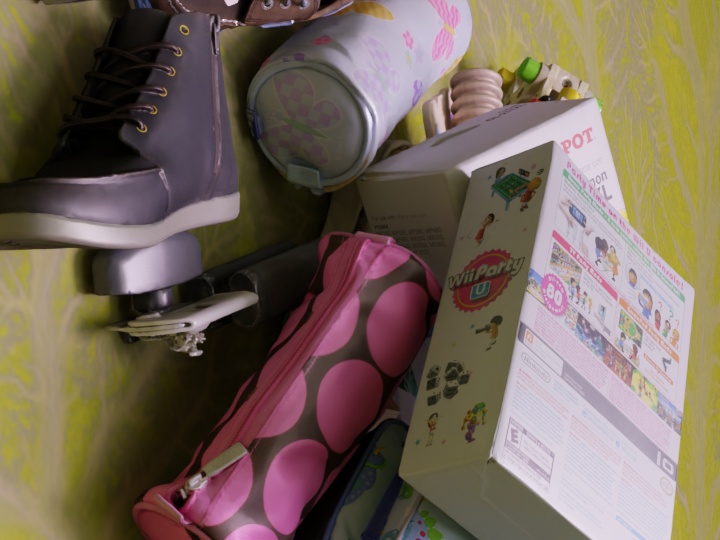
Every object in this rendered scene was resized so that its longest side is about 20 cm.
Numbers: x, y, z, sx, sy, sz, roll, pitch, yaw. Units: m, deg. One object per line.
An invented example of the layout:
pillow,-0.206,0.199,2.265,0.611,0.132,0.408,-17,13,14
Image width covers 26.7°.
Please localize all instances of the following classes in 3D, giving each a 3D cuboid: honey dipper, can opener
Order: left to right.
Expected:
can opener,-0.068,0.003,0.822,0.200,0.052,0.067,-15,102,-64
honey dipper,0.081,-0.040,1.019,0.038,0.038,0.202,39,46,-57

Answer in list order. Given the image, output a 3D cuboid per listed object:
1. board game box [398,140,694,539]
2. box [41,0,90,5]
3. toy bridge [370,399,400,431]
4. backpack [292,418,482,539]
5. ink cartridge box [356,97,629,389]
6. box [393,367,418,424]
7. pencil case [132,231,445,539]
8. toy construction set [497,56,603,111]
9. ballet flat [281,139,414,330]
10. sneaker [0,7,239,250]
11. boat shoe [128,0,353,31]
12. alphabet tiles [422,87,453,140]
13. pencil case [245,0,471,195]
board game box,0.108,0.056,0.811,0.147,0.064,0.201,42,48,-31
box,-0.102,-0.217,0.756,0.201,0.068,0.083,-62,141,-47
toy bridge,-0.004,0.102,0.932,0.199,0.027,0.067,16,117,-47
backpack,0.032,0.204,0.826,0.200,0.146,0.184,48,50,-22
ink cartridge box,0.098,0.011,0.934,0.145,0.082,0.202,-28,107,-37
box,0.057,0.117,1.089,0.200,0.036,0.146,-19,105,-65
pencil case,-0.033,0.068,0.787,0.201,0.090,0.094,-57,143,-24
toy construction set,0.128,-0.078,1.190,0.091,0.131,0.202,14,78,-18
ballet flat,0.000,0.000,0.950,0.070,0.069,0.201,54,42,-49
sneaker,-0.118,-0.067,0.703,0.200,0.074,0.107,-28,117,-72
boat shoe,-0.056,-0.169,0.839,0.200,0.072,0.073,-29,114,-61
alphabet tiles,0.066,-0.024,1.051,0.200,0.014,0.197,-52,132,-74
pencil case,0.005,-0.126,0.951,0.200,0.082,0.091,-53,139,-53
